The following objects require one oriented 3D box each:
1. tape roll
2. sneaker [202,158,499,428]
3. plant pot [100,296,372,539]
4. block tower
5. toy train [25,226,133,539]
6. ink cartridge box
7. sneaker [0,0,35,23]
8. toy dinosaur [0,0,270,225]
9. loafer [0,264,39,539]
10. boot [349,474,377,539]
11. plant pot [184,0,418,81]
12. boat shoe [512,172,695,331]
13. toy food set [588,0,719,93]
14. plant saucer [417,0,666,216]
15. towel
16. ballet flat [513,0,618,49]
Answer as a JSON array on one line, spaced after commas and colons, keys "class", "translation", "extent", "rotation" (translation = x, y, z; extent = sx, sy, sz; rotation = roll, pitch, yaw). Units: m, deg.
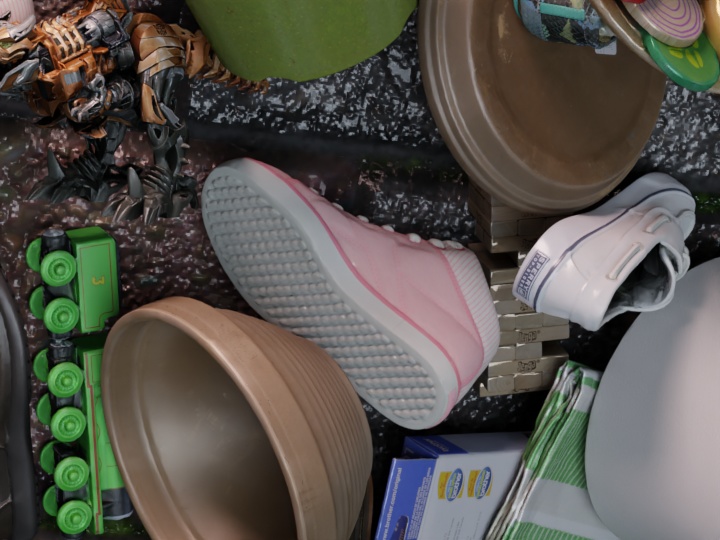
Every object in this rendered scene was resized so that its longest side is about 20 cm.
[{"class": "tape roll", "translation": [0.256, 0.106, 1.689], "extent": [0.203, 0.139, 0.203], "rotation": [-19, 121, -34]}, {"class": "sneaker", "translation": [0.000, 0.000, 1.654], "extent": [0.200, 0.105, 0.075], "rotation": [44, 132, 9]}, {"class": "plant pot", "translation": [-0.059, 0.099, 1.602], "extent": [0.093, 0.201, 0.201], "rotation": [-25, 115, -32]}, {"class": "block tower", "translation": [0.098, -0.021, 1.690], "extent": [0.058, 0.054, 0.200], "rotation": [-6, 110, -13]}, {"class": "toy train", "translation": [-0.166, 0.068, 1.663], "extent": [0.056, 0.042, 0.200], "rotation": [-10, 111, -22]}, {"class": "ink cartridge box", "translation": [0.074, 0.160, 1.715], "extent": [0.200, 0.042, 0.119], "rotation": [0, 110, -42]}, {"class": "sneaker", "translation": [-0.275, -0.135, 1.543], "extent": [0.200, 0.075, 0.105], "rotation": [-21, 107, -11]}, {"class": "toy dinosaur", "translation": [-0.132, -0.101, 1.567], "extent": [0.200, 0.102, 0.136], "rotation": [-1, 100, -22]}, {"class": "loafer", "translation": [-0.232, 0.075, 1.628], "extent": [0.071, 0.073, 0.200], "rotation": [-8, 111, -13]}, {"class": "boot", "translation": [-0.043, 0.140, 1.699], "extent": [0.097, 0.075, 0.200], "rotation": [-19, 114, -10]}, {"class": "plant pot", "translation": [-0.049, -0.214, 1.531], "extent": [0.200, 0.200, 0.190], "rotation": [-23, 126, -6]}, {"class": "boat shoe", "translation": [0.161, -0.003, 1.646], "extent": [0.065, 0.200, 0.074], "rotation": [34, 122, 19]}, {"class": "toy food set", "translation": [0.189, -0.188, 1.547], "extent": [0.198, 0.049, 0.200], "rotation": [8, 67, -33]}, {"class": "plant saucer", "translation": [0.114, -0.132, 1.612], "extent": [0.200, 0.029, 0.200], "rotation": [3, 85, -42]}, {"class": "towel", "translation": [0.139, 0.162, 1.729], "extent": [0.153, 0.023, 0.200], "rotation": [17, 99, -44]}, {"class": "ballet flat", "translation": [0.177, -0.168, 1.604], "extent": [0.200, 0.074, 0.074], "rotation": [-25, 117, -39]}]
